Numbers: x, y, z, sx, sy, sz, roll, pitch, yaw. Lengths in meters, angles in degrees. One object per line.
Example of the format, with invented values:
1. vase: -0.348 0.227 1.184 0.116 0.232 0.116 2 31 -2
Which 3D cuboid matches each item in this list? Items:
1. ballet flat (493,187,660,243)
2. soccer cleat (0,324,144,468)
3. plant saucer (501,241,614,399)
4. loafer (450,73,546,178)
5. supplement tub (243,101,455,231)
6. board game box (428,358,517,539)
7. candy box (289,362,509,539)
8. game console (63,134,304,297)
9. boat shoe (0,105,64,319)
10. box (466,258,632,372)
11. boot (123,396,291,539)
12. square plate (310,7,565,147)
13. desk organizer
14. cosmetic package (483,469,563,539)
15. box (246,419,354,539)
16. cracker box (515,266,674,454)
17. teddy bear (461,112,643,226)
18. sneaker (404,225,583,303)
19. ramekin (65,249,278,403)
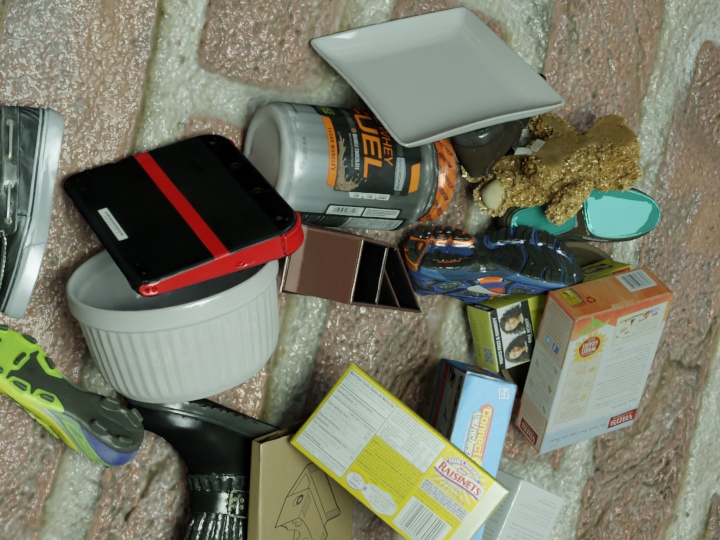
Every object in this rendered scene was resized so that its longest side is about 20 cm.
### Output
1. ballet flat: 0.241 -0.064 1.604 0.199 0.068 0.068 -4 94 -18
2. soccer cleat: -0.301 0.126 1.347 0.200 0.084 0.065 35 44 -11
3. plant saucer: 0.234 0.064 1.641 0.199 0.029 0.201 -4 98 -28
4. loafer: 0.144 -0.161 1.520 0.200 0.073 0.072 -45 140 -49
5. supplement tub: -0.011 -0.104 1.440 0.199 0.122 0.123 2 95 -29
6. board game box: 0.102 0.202 1.491 0.056 0.196 0.201 13 90 -3
7. candy box: 0.038 0.192 1.384 0.200 0.026 0.102 39 89 7
8. game console: -0.166 -0.056 1.330 0.176 0.200 0.031 -21 132 -22
9. boat shoe: -0.327 -0.057 1.318 0.071 0.072 0.201 9 81 -19
10. box: 0.219 0.050 1.587 0.199 0.050 0.076 -16 105 -26
11. boot: -0.164 0.212 1.420 0.210 0.079 0.159 25 84 -28
12. square plate: 0.077 -0.198 1.456 0.199 0.198 0.029 -17 137 -25
13. desk organizer: 0.000 0.000 1.423 0.200 0.077 0.072 10 92 -67
14. cosmetic package: 0.140 0.326 1.581 0.071 0.101 0.201 27 84 -28
15. box: -0.060 0.255 1.462 0.163 0.021 0.201 -13 111 -53
16. cracker box: 0.256 0.101 1.560 0.133 0.058 0.201 -13 132 -26
17. teddy bear: 0.210 -0.111 1.560 0.199 0.145 0.067 -25 139 -19
18. sneaker: 0.144 -0.002 1.538 0.199 0.079 0.076 7 54 -1
19. ramekin: -0.171 0.042 1.336 0.199 0.200 0.106 -20 116 -24
